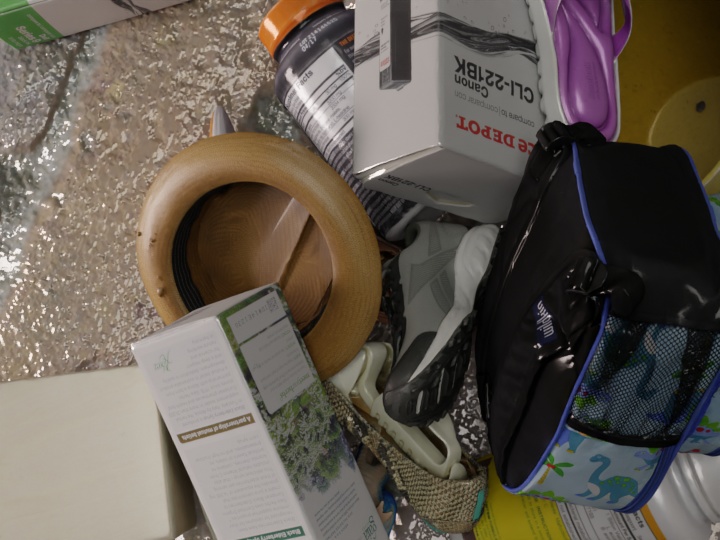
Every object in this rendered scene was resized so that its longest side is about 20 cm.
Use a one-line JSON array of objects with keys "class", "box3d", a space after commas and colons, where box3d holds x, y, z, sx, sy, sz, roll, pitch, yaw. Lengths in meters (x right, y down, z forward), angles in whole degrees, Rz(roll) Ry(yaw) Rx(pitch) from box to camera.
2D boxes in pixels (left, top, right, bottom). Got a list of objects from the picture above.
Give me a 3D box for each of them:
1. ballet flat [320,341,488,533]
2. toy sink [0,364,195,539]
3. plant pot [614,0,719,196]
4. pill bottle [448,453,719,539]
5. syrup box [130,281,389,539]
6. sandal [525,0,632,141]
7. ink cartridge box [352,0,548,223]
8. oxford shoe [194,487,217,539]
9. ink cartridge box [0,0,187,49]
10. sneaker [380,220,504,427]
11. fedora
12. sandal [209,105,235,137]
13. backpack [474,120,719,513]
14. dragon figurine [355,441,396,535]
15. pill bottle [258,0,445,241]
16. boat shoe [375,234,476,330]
[{"class": "ballet flat", "box3d": [0.021, 0.097, 0.744, 0.068, 0.075, 0.200, -18, 47, -37]}, {"class": "toy sink", "box3d": [-0.238, 0.149, 0.805, 0.200, 0.112, 0.130, -8, 82, -1]}, {"class": "plant pot", "box3d": [0.224, -0.112, 0.767, 0.200, 0.142, 0.200, -13, 70, 41]}, {"class": "pill bottle", "box3d": [0.168, 0.159, 0.737, 0.200, 0.109, 0.109, -25, 80, 25]}, {"class": "syrup box", "box3d": [-0.064, 0.118, 0.700, 0.081, 0.079, 0.200, -19, 97, 30]}, {"class": "sandal", "box3d": [0.151, -0.177, 0.698, 0.082, 0.050, 0.203, -4, 83, -34]}, {"class": "ink cartridge box", "box3d": [0.073, -0.147, 0.717, 0.084, 0.144, 0.200, -14, 70, 46]}, {"class": "oxford shoe", "box3d": [-0.104, 0.129, 0.785, 0.058, 0.075, 0.200, -17, 116, -1]}, {"class": "ink cartridge box", "box3d": [-0.223, -0.286, 0.872, 0.200, 0.084, 0.146, -14, 82, 3]}, {"class": "sneaker", "box3d": [0.043, 0.032, 0.722, 0.079, 0.200, 0.074, 14, 127, 9]}, {"class": "fedora", "box3d": [-0.063, -0.013, 0.749, 0.201, 0.082, 0.201, 10, 118, 20]}, {"class": "sandal", "box3d": [-0.129, -0.030, 0.834, 0.059, 0.079, 0.207, 0, 85, 2]}, {"class": "backpack", "box3d": [0.154, 0.041, 0.628, 0.147, 0.183, 0.200, 11, 126, -8]}, {"class": "dragon figurine", "box3d": [-0.007, 0.193, 0.803, 0.059, 0.099, 0.200, 22, 102, 9]}, {"class": "pill bottle", "box3d": [0.005, -0.130, 0.821, 0.106, 0.106, 0.200, -37, 81, 0]}, {"class": "boat shoe", "box3d": [0.000, 0.001, 0.824, 0.200, 0.068, 0.072, 21, 85, 7]}]
